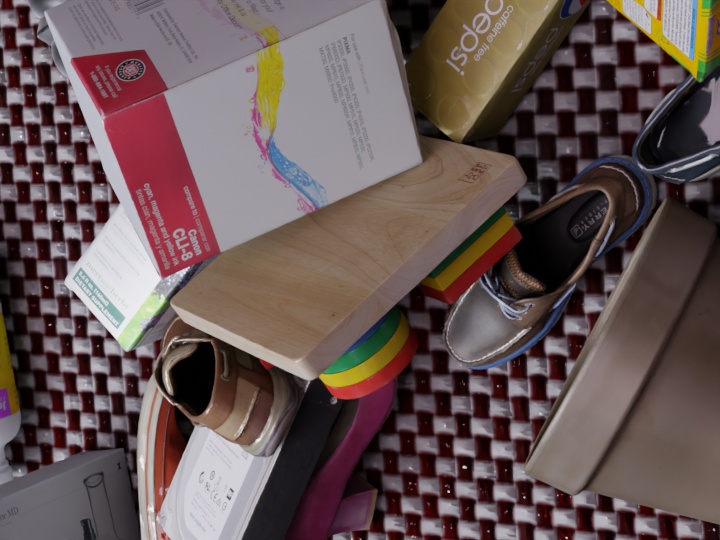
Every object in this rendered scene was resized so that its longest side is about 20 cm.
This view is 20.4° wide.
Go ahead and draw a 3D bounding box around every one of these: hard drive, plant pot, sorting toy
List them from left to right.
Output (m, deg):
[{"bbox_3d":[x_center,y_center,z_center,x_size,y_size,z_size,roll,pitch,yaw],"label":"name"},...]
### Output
[{"bbox_3d":[-0.078,0.125,1.463,0.201,0.038,0.140,-66,29,7],"label":"hard drive"},{"bbox_3d":[0.000,0.000,1.351,0.070,0.199,0.200,55,163,-26],"label":"sorting toy"},{"bbox_3d":[0.225,0.079,1.280,0.173,0.200,0.201,27,112,5],"label":"plant pot"}]

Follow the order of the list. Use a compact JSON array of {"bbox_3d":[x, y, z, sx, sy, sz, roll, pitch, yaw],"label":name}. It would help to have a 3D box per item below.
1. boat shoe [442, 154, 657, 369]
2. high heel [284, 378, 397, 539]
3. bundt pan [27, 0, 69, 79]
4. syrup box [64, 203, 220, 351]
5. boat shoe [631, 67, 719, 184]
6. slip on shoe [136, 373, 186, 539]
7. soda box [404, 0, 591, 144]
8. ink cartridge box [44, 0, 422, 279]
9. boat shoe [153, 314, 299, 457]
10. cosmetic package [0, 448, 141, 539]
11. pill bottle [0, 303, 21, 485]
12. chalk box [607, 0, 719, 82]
[{"bbox_3d":[0.115,-0.004,1.376,0.072,0.072,0.200,46,118,14],"label":"boat shoe"},{"bbox_3d":[-0.032,0.107,1.464,0.067,0.096,0.201,36,124,51],"label":"high heel"},{"bbox_3d":[-0.176,-0.204,1.470,0.201,0.076,0.203,24,126,38],"label":"bundt pan"},{"bbox_3d":[-0.128,-0.040,1.504,0.079,0.081,0.200,46,119,13],"label":"syrup box"},{"bbox_3d":[0.257,-0.124,1.280,0.200,0.062,0.075,-33,79,29],"label":"boat shoe"},{"bbox_3d":[-0.144,0.178,1.570,0.061,0.074,0.201,-5,91,-5],"label":"slip on shoe"},{"bbox_3d":[0.108,-0.183,1.352,0.068,0.064,0.200,42,117,16],"label":"soda box"},{"bbox_3d":[-0.082,-0.122,1.335,0.145,0.199,0.145,-124,13,-48],"label":"ink cartridge box"},{"bbox_3d":[-0.110,0.069,1.437,0.200,0.072,0.076,31,100,62],"label":"boat shoe"},{"bbox_3d":[-0.243,0.235,1.551,0.052,0.200,0.151,-10,95,30],"label":"cosmetic package"},{"bbox_3d":[-0.335,0.087,1.632,0.104,0.104,0.201,-7,96,30],"label":"pill bottle"},{"bbox_3d":[0.235,-0.239,1.209,0.200,0.124,0.124,-41,67,-9],"label":"chalk box"}]
